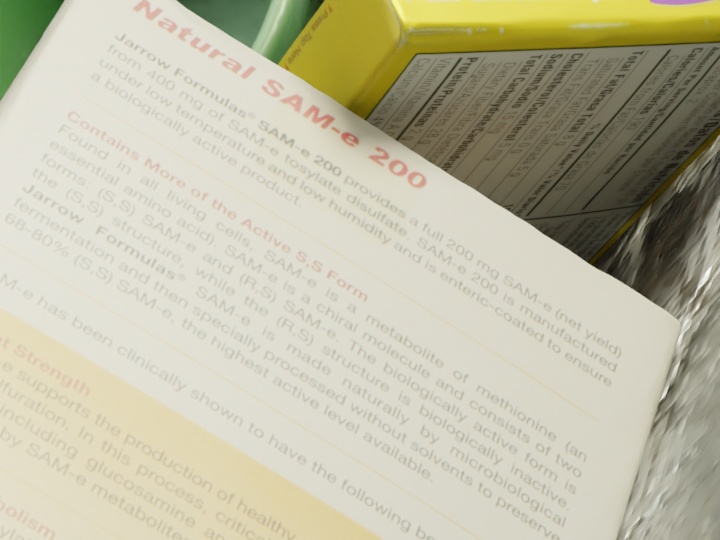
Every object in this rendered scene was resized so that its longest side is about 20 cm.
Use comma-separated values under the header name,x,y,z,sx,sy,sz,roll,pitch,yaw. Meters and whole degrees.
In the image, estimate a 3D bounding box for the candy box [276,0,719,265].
name,x,y,z,sx,sy,sz,roll,pitch,yaw
candy box,0.000,0.000,0.578,0.102,0.027,0.200,-8,-27,-36

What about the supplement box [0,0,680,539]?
name,x,y,z,sx,sy,sz,roll,pitch,yaw
supplement box,-0.037,0.058,0.441,0.074,0.126,0.200,-51,9,42

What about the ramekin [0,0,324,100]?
name,x,y,z,sx,sy,sz,roll,pitch,yaw
ramekin,-0.088,-0.069,1.027,0.199,0.098,0.201,-16,53,22
